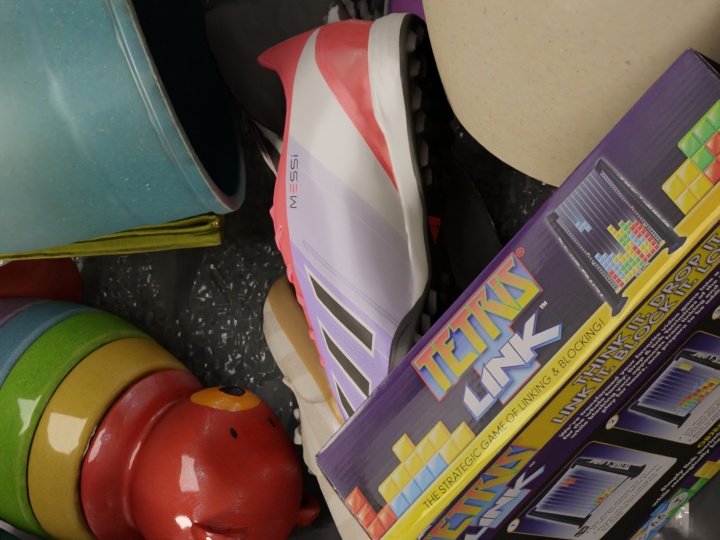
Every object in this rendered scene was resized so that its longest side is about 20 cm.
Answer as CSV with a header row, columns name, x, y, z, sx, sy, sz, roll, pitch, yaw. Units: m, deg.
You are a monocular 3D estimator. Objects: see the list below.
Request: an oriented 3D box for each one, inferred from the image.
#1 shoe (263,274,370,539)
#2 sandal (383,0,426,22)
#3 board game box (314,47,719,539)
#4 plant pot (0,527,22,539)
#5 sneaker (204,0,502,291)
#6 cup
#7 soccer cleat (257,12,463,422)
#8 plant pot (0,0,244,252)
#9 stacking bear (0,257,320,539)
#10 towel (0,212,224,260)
name,x,y,z,sx,sy,sz,roll,pitch,yaw
shoe,0.002,0.089,0.915,0.053,0.070,0.201,-37,63,15
sandal,0.070,-0.171,0.935,0.203,0.050,0.083,-49,55,19
board game box,0.103,0.026,0.799,0.200,0.165,0.057,-48,58,17
plant pot,-0.162,0.211,0.940,0.187,0.200,0.201,20,92,22
sneaker,0.004,-0.037,0.945,0.080,0.086,0.201,-23,84,1
cup,0.100,-0.115,0.835,0.201,0.200,0.144,53,138,31
soccer cleat,0.000,0.000,0.872,0.073,0.068,0.201,-5,85,20
plant pot,-0.168,-0.092,0.904,0.187,0.200,0.201,-18,68,6
stacking bear,-0.111,0.073,0.977,0.199,0.121,0.114,21,103,33
towel,-0.160,-0.034,0.999,0.199,0.018,0.086,-3,35,0
